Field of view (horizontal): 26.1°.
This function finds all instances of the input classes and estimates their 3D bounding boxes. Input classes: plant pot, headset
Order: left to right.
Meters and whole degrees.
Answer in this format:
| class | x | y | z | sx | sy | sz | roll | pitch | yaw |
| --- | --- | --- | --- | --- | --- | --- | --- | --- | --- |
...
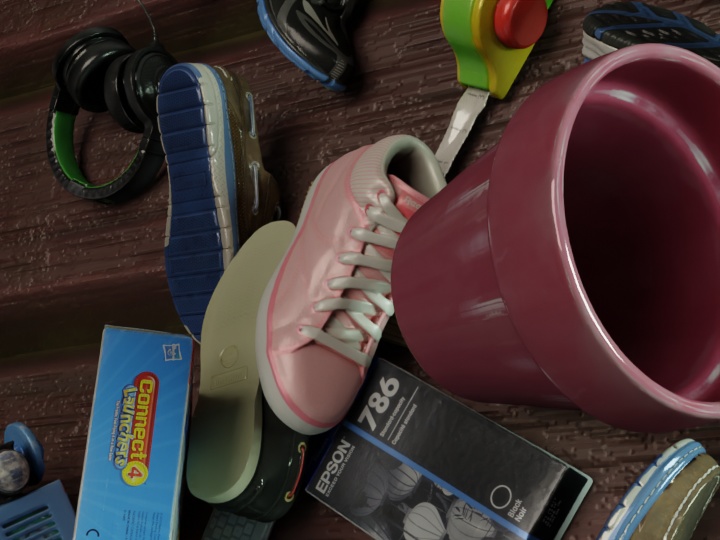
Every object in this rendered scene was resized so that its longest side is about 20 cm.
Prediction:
| class | x | y | z | sx | sy | sz | roll | pitch | yaw |
| --- | --- | --- | --- | --- | --- | --- | --- | --- | --- |
| headset | -0.177 | -0.150 | 1.231 | 0.123 | 0.094 | 0.200 | 25 | 100 | 37 |
| plant pot | 0.119 | -0.004 | 0.856 | 0.179 | 0.200 | 0.200 | -20 | 56 | 51 |

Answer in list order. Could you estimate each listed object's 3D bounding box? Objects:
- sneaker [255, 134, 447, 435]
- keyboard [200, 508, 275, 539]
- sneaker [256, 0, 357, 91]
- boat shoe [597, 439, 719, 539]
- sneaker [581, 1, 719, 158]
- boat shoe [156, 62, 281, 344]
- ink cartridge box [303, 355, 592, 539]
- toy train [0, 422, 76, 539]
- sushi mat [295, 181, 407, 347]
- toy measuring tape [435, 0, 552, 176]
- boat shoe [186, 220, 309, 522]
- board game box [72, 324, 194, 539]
| class | x | y | z | sx | sy | sz | roll | pitch | yaw |
| --- | --- | --- | --- | --- | --- | --- | --- | --- | --- |
| sneaker | 0.000 | 0.000 | 0.967 | 0.105 | 0.075 | 0.200 | -27 | 41 | 49 |
| keyboard | -0.068 | 0.140 | 1.030 | 0.056 | 0.011 | 0.200 | 11 | 75 | 48 |
| sneaker | -0.027 | -0.222 | 1.140 | 0.083 | 0.071 | 0.200 | -24 | 53 | 32 |
| boat shoe | 0.146 | 0.187 | 0.815 | 0.072 | 0.072 | 0.200 | 27 | 83 | 24 |
| sneaker | 0.218 | -0.091 | 0.910 | 0.200 | 0.076 | 0.077 | 30 | 132 | 30 |
| boat shoe | -0.092 | -0.046 | 1.095 | 0.072 | 0.072 | 0.200 | 1 | 95 | 45 |
| ink cartridge box | 0.037 | 0.123 | 0.949 | 0.200 | 0.039 | 0.100 | 26 | 86 | 42 |
| toy train | -0.266 | 0.180 | 1.080 | 0.200 | 0.087 | 0.114 | -30 | 82 | 53 |
| sushi mat | 0.024 | 0.000 | 1.034 | 0.200 | 0.012 | 0.096 | 15 | 76 | 39 |
| toy measuring tape | 0.069 | -0.141 | 1.027 | 0.074 | 0.074 | 0.200 | 24 | 81 | 41 |
| boat shoe | -0.063 | 0.065 | 1.017 | 0.074 | 0.063 | 0.202 | -12 | 58 | 36 |
| board game box | -0.142 | 0.163 | 0.963 | 0.056 | 0.196 | 0.200 | 6 | 67 | -4 |
